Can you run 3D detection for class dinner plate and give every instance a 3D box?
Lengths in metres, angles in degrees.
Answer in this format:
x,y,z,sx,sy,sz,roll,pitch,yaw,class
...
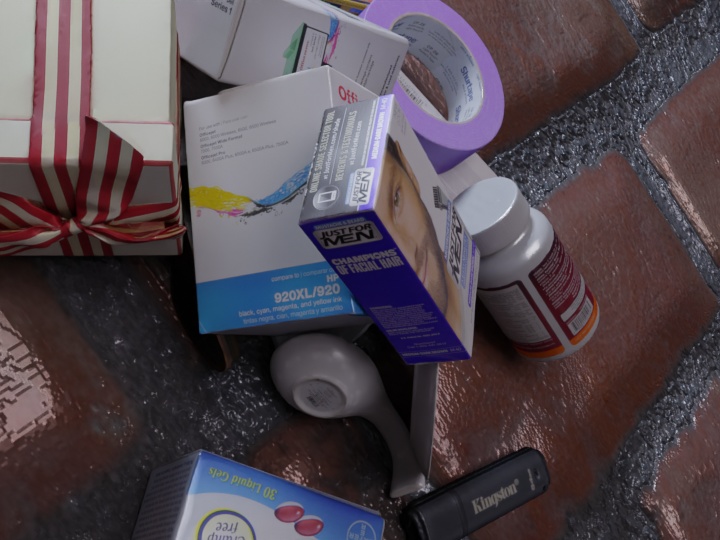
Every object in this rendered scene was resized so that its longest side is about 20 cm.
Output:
x,y,z,sx,sy,sz,roll,pitch,yaw,class
0.062,0.097,0.816,0.024,0.200,0.201,3,64,5,dinner plate

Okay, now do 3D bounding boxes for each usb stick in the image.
x,y,z,sx,sy,sz,roll,pitch,yaw,class
0.125,0.237,0.892,0.199,0.033,0.056,-13,78,-39,usb stick

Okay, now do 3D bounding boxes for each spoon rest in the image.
x,y,z,sx,sy,sz,roll,pitch,yaw,class
-0.007,0.131,0.817,0.200,0.099,0.061,52,28,-24,spoon rest

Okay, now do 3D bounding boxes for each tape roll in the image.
x,y,z,sx,sy,sz,roll,pitch,yaw,class
0.067,-0.211,0.963,0.199,0.066,0.201,16,60,-31,tape roll

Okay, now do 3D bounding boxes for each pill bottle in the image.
x,y,z,sx,sy,sz,roll,pitch,yaw,class
0.176,0.000,0.945,0.200,0.109,0.110,52,48,-30,pill bottle

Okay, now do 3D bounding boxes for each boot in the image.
x,y,z,sx,sy,sz,roll,pitch,yaw,class
-0.127,-0.011,0.791,0.097,0.075,0.201,-15,78,-35,boot

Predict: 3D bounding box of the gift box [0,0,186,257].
x,y,z,sx,sy,sz,roll,pitch,yaw,class
-0.228,-0.110,0.661,0.184,0.200,0.188,-3,69,-5,gift box

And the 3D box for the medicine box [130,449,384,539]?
x,y,z,sx,sy,sz,roll,pitch,yaw,class
-0.094,0.271,0.678,0.182,0.103,0.201,26,57,-24,medicine box

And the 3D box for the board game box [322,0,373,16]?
x,y,z,sx,sy,sz,roll,pitch,yaw,class
-0.078,-0.376,0.990,0.199,0.057,0.166,3,71,-34,board game box

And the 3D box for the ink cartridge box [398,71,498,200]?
x,y,z,sx,sy,sz,roll,pitch,yaw,class
0.053,-0.117,0.981,0.200,0.045,0.176,45,51,-11,ink cartridge box

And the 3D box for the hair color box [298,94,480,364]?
x,y,z,sx,sy,sz,roll,pitch,yaw,class
0.031,-0.024,0.663,0.200,0.065,0.110,52,38,-45,hair color box

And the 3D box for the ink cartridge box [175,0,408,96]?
x,y,z,sx,sy,sz,roll,pitch,yaw,class
-0.078,-0.218,0.797,0.199,0.084,0.145,3,26,-46,ink cartridge box

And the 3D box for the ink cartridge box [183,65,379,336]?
x,y,z,sx,sy,sz,roll,pitch,yaw,class
-0.050,-0.051,0.745,0.147,0.144,0.201,10,73,-66,ink cartridge box

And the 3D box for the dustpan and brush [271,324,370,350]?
x,y,z,sx,sy,sz,roll,pitch,yaw,class
0.000,0.000,0.845,0.057,0.199,0.140,20,50,-75,dustpan and brush
